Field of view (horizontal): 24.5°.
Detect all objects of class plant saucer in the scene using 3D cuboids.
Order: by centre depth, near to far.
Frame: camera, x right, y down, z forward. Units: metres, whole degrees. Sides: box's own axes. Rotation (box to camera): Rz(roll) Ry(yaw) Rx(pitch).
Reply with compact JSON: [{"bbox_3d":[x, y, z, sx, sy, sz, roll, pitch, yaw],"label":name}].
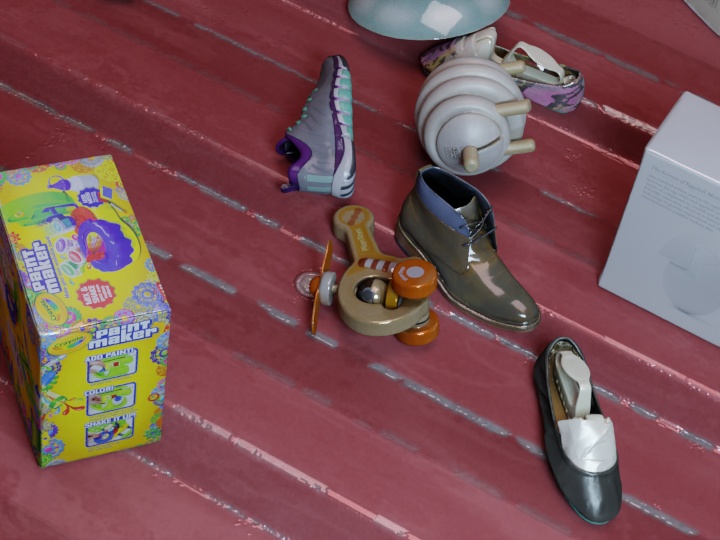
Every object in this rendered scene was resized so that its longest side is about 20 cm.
[{"bbox_3d":[0.082,-0.343,2.014,0.199,0.039,0.202,-3,34,2],"label":"plant saucer"}]

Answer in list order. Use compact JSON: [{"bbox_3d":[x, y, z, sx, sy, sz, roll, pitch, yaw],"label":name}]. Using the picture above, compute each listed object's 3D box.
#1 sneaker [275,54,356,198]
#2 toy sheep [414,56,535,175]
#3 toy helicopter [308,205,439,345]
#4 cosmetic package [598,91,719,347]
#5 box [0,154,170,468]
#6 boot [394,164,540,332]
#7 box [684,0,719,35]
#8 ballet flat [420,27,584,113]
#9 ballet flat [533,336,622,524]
[{"bbox_3d":[-0.052,-0.167,1.845,0.087,0.075,0.201,0,49,-4],"label":"sneaker"},{"bbox_3d":[0.125,-0.170,1.839,0.136,0.139,0.201,9,31,-2],"label":"toy sheep"},{"bbox_3d":[0.000,0.000,1.716,0.131,0.079,0.201,-11,40,-8],"label":"toy helicopter"},{"bbox_3d":[0.379,-0.043,1.721,0.198,0.201,0.123,28,49,14],"label":"cosmetic package"},{"bbox_3d":[-0.265,0.037,1.536,0.121,0.194,0.201,-11,51,-19],"label":"box"},{"bbox_3d":[0.115,-0.023,1.724,0.200,0.097,0.074,39,53,24],"label":"boot"},{"bbox_3d":[0.523,-0.380,2.137,0.199,0.078,0.095,-20,53,-25],"label":"box"},{"bbox_3d":[0.171,-0.245,1.955,0.198,0.072,0.069,18,48,7],"label":"ballet flat"},{"bbox_3d":[0.209,0.147,1.607,0.067,0.069,0.201,-4,49,-14],"label":"ballet flat"}]
